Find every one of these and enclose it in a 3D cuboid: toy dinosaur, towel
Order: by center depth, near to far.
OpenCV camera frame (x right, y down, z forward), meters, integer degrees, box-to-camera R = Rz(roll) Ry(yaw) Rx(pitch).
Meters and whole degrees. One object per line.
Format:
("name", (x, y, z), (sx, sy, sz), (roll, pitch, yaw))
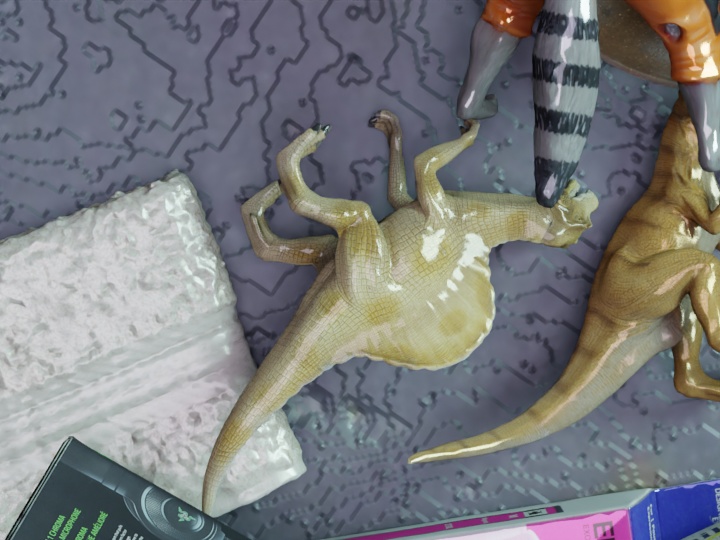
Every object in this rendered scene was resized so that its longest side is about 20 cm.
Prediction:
("toy dinosaur", (0.000, 0.000, 0.953), (0.199, 0.058, 0.101), (-34, 79, -13))
("toy dinosaur", (0.110, 0.016, 0.974), (0.106, 0.060, 0.201), (30, 81, 1))
("towel", (-0.135, 0.055, 0.978), (0.199, 0.034, 0.133), (-22, 96, -1))

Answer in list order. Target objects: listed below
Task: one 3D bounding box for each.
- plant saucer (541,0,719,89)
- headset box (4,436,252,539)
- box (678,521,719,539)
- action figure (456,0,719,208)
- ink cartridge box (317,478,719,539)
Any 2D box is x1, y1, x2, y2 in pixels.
("plant saucer", (0.129, -0.167, 0.926), (0.199, 0.034, 0.202), (13, 113, 32))
("headset box", (-0.081, 0.185, 0.927), (0.199, 0.093, 0.175), (29, 121, -2))
("box", (0.212, 0.178, 0.951), (0.183, 0.105, 0.201), (-23, 97, -11))
("action figure", (0.108, -0.121, 0.875), (0.199, 0.104, 0.195), (20, 127, 32))
("ink cartridge box", (0.058, 0.144, 0.994), (0.198, 0.037, 0.095), (-9, 95, -4))
